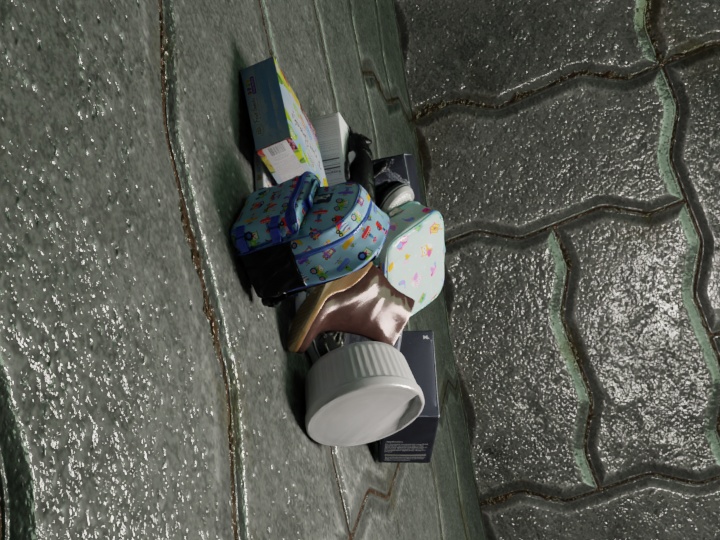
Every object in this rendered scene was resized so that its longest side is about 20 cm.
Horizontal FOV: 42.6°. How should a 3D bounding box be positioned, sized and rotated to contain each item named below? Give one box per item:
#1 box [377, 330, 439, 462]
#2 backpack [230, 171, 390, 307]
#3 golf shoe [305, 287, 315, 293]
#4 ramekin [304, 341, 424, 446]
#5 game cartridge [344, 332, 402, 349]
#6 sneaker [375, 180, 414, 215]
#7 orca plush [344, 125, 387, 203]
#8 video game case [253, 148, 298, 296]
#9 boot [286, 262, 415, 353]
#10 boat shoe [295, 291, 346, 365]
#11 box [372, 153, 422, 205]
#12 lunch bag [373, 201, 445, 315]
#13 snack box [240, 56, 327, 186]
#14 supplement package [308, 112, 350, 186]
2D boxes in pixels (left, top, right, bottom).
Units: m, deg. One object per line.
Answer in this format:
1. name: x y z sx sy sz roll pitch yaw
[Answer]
1. box: 0.093 0.261 1.905 0.202 0.115 0.200 94 -4 -52
2. backpack: -0.064 -0.059 1.323 0.136 0.196 0.184 63 26 -25
3. golf shoe: -0.068 0.010 1.599 0.201 0.077 0.099 65 25 -51
4. ramekin: -0.001 0.197 1.495 0.203 0.199 0.096 62 10 -55
5. game cartridge: 0.005 0.138 1.632 0.041 0.130 0.202 -77 176 -46
6. sneaker: 0.043 -0.123 1.673 0.080 0.078 0.200 55 -13 12
7. orca plush: 0.019 -0.176 1.635 0.202 0.070 0.106 -85 160 -50
8. video game case: -0.135 -0.075 1.480 0.143 0.017 0.204 51 31 -66
9. boot: -0.011 0.082 1.487 0.166 0.072 0.202 38 70 -17
10. boat shoe: -0.057 0.113 1.567 0.073 0.069 0.202 -86 162 -50
11. box: 0.023 -0.114 1.841 0.117 0.193 0.205 -26 105 -77
12. lunch bag: 0.073 -0.014 1.628 0.159 0.077 0.203 -31 134 -30
13. snack box: -0.118 -0.212 1.493 0.201 0.066 0.171 56 18 -57
14. supplement package: -0.065 -0.161 1.665 0.114 0.107 0.204 43 39 -71
